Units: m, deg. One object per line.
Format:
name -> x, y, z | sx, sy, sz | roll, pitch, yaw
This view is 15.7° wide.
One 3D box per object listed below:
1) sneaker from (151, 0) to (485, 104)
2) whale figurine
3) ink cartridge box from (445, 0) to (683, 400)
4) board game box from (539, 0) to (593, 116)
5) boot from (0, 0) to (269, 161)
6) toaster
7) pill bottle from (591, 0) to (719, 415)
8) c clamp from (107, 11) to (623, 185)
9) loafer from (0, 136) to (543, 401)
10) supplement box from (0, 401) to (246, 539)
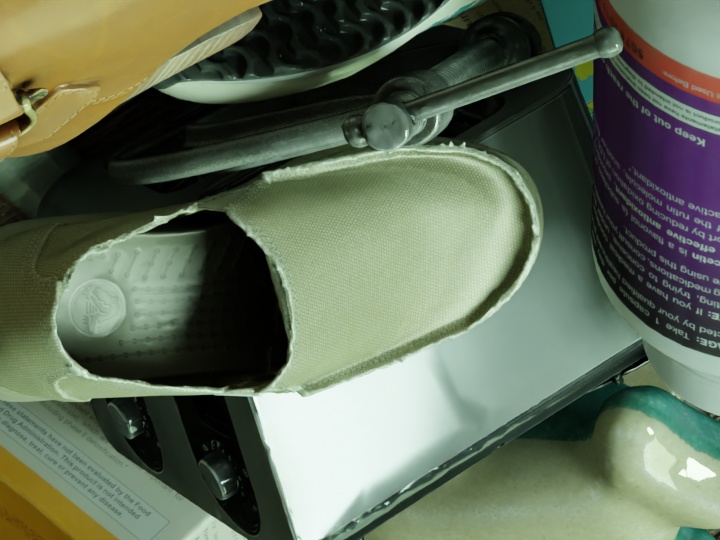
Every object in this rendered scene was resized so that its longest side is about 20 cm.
sneaker -> 0.003, -0.094, 0.847 | 0.199, 0.070, 0.093 | -33, 167, -29
whale figurine -> 0.083, 0.073, 1.025 | 0.200, 0.159, 0.104 | -31, -145, 57
ink cartridge box -> 0.115, -0.045, 1.147 | 0.164, 0.200, 0.075 | -28, 171, -37
board game box -> 0.149, -0.066, 0.990 | 0.047, 0.201, 0.151 | -28, -163, -38
boot -> -0.083, -0.070, 0.639 | 0.154, 0.074, 0.200 | -26, 167, -24
toaster -> 0.000, 0.000, 0.957 | 0.200, 0.119, 0.181 | -30, -154, -19
pill bottle -> 0.128, -0.043, 0.818 | 0.112, 0.112, 0.200 | -31, 145, -21
c clamp -> 0.009, -0.054, 0.833 | 0.170, 0.027, 0.200 | -15, -172, 12
loafer -> -0.026, 0.006, 0.807 | 0.199, 0.076, 0.068 | -14, -166, -21
supplement box -> -0.063, 0.050, 1.080 | 0.200, 0.126, 0.074 | -42, 150, -25
